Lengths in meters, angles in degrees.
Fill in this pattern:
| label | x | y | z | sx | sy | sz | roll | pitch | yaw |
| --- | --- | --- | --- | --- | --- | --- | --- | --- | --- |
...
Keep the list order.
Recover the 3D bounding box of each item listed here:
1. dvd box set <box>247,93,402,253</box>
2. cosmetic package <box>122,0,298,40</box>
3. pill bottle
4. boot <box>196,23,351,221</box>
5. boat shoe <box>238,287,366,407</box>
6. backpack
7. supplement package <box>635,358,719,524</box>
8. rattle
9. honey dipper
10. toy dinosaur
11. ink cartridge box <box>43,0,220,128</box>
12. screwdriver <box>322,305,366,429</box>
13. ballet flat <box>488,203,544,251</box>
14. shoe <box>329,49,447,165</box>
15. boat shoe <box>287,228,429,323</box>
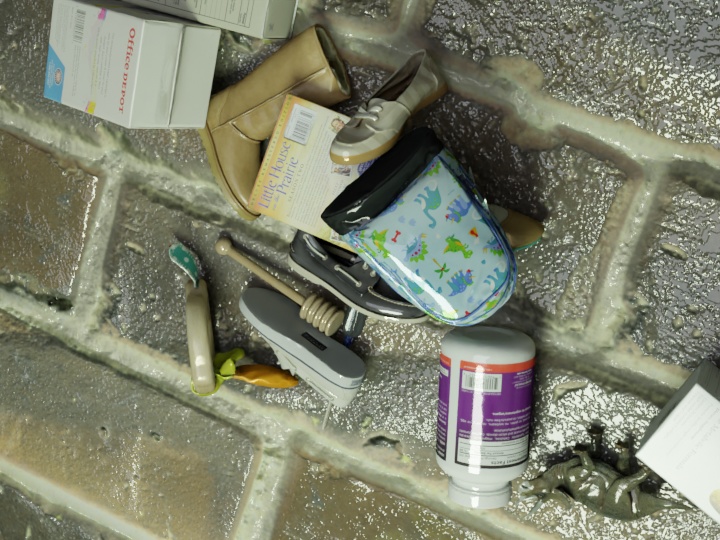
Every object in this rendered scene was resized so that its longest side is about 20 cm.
| label | x | y | z | sx | sy | sz | roll | pitch | yaw |
| --- | --- | --- | --- | --- | --- | --- | --- | --- | --- |
| dvd box set | -0.020 | -0.105 | 1.411 | 0.199 | 0.029 | 0.147 | 22 | 97 | 12 |
| cosmetic package | -0.178 | -0.352 | 1.458 | 0.199 | 0.087 | 0.104 | 19 | 105 | 18 |
| pill bottle | 0.146 | 0.172 | 1.421 | 0.111 | 0.112 | 0.202 | 7 | 103 | 20 |
| boot | -0.098 | -0.178 | 1.474 | 0.199 | 0.066 | 0.176 | -25 | 91 | 22 |
| boat shoe | -0.081 | 0.100 | 1.516 | 0.199 | 0.071 | 0.070 | 35 | 126 | 20 |
| backpack | 0.082 | -0.031 | 1.323 | 0.163 | 0.154 | 0.200 | -39 | 111 | -3 |
| supplement package | 0.421 | 0.212 | 1.323 | 0.200 | 0.109 | 0.114 | 39 | 112 | 10 |
| rattle | -0.168 | 0.053 | 1.546 | 0.142 | 0.130 | 0.202 | -10 | 70 | 12 |
| honey dipper | -0.109 | 0.016 | 1.524 | 0.199 | 0.038 | 0.038 | 32 | 110 | 20 |
| toy dinosaur | 0.289 | 0.252 | 1.414 | 0.198 | 0.077 | 0.103 | 13 | 117 | 13 |
| ink cartridge box | -0.271 | -0.250 | 1.463 | 0.199 | 0.125 | 0.130 | 23 | 109 | 36 |
| screwdriver | -0.027 | 0.115 | 1.525 | 0.029 | 0.028 | 0.201 | 16 | 110 | -13 |
| ballet flat | 0.114 | -0.050 | 1.409 | 0.198 | 0.069 | 0.063 | -7 | 121 | 22 |
| shoe | 0.027 | -0.184 | 1.355 | 0.069 | 0.200 | 0.054 | 10 | 130 | 37 |
| boat shoe | 0.000 | 0.000 | 1.462 | 0.199 | 0.073 | 0.063 | 27 | 123 | 19 |
